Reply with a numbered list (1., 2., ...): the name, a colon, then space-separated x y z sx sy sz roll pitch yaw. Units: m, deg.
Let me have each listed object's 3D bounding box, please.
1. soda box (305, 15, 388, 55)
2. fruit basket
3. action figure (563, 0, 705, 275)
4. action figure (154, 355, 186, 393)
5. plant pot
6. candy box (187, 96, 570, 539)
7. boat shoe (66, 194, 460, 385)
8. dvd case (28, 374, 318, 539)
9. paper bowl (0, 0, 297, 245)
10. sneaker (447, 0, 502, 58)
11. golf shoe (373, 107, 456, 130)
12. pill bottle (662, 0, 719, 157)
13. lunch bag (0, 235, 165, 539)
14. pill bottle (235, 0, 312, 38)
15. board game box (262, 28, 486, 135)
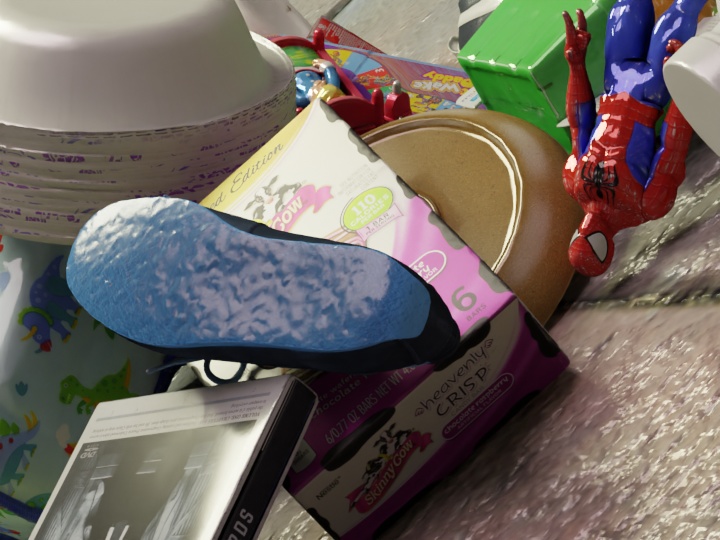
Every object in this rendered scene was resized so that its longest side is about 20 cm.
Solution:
1. soda box: -0.038 -0.063 1.677 0.070 0.063 0.200 -60 2 39
2. fruit basket: 0.160 -0.131 1.483 0.200 0.094 0.185 -31 16 -14
3. action figure: 0.131 -0.096 1.340 0.065 0.052 0.201 13 91 30
4. action figure: -0.092 0.027 1.599 0.200 0.065 0.052 -28 38 33
5. plant pot: 0.016 -0.007 1.412 0.199 0.028 0.201 -20 45 21
6. candy box: -0.012 0.022 1.340 0.136 0.061 0.200 -42 41 -2
7. boat shoe: -0.046 0.020 1.275 0.199 0.069 0.084 18 81 38
8. dvd case: -0.108 0.139 1.251 0.150 0.025 0.201 -11 46 49
9. paper bowl: -0.133 -0.096 1.494 0.200 0.105 0.201 0 23 0
10. sneaker: 0.126 -0.178 1.636 0.199 0.079 0.129 -52 28 -7
11. golf shoe: 0.000 0.000 1.500 0.200 0.078 0.094 -42 36 -5
12. pill bottle: 0.231 -0.131 1.282 0.200 0.104 0.104 -41 18 -9
13. lunch bag: -0.204 0.059 1.566 0.200 0.127 0.171 -8 59 57
14. pill bottle: -0.119 -0.093 1.830 0.200 0.109 0.110 -47 16 16
15. board game box: -0.021 -0.101 1.619 0.199 0.039 0.158 13 38 17
